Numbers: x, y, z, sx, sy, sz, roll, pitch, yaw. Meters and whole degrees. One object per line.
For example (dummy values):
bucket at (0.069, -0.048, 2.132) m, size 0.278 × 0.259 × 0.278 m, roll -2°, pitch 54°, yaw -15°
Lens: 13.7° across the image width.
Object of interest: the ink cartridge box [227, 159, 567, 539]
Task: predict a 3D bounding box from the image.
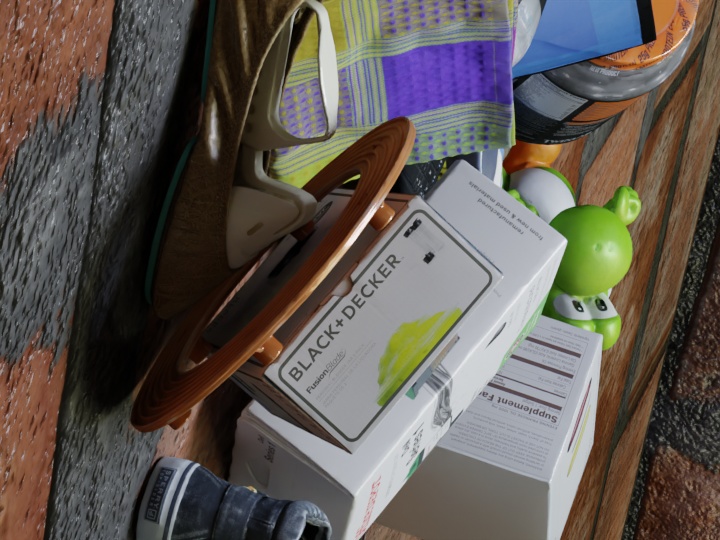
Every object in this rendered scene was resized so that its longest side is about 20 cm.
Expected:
ink cartridge box at (0.020, 0.055, 1.710) m, size 0.200 × 0.084 × 0.146 m, roll -50°, pitch 170°, yaw -19°

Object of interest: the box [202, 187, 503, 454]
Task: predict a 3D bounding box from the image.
box at (-0.010, 0.021, 1.488) m, size 0.117 × 0.060 × 0.200 m, roll -49°, pitch -169°, yaw -7°

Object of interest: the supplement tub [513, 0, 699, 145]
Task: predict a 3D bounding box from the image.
supplement tub at (0.143, -0.158, 1.939) m, size 0.200 × 0.122 × 0.123 m, roll 144°, pitch -33°, yaw -73°

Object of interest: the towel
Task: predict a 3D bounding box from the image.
towel at (0.015, -0.103, 1.550) m, size 0.200 × 0.143 × 0.023 m, roll 88°, pitch -13°, yaw -60°

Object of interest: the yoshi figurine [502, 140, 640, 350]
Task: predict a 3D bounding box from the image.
yoshi figurine at (0.132, -0.036, 2.020) m, size 0.112 × 0.112 × 0.200 m, roll 57°, pitch 5°, yaw -47°

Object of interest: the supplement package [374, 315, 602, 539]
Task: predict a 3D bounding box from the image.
supplement package at (0.072, 0.105, 2.006) m, size 0.200 × 0.155 × 0.111 m, roll 84°, pitch 26°, yaw -66°

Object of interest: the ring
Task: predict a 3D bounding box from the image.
ring at (-0.039, 0.005, 1.447) m, size 0.200 × 0.019 × 0.201 m, roll -46°, pitch -168°, yaw 13°

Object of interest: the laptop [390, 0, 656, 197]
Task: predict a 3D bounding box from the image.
laptop at (0.086, -0.083, 1.742) m, size 0.177 × 0.103 × 0.201 m, roll 51°, pitch 61°, yaw -77°

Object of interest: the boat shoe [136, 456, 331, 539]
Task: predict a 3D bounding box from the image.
boat shoe at (-0.062, 0.164, 1.639) m, size 0.200 × 0.090 × 0.071 m, roll 73°, pitch 36°, yaw -69°

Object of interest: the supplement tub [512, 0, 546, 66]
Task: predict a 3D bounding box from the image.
supplement tub at (0.064, -0.215, 1.633) m, size 0.123 × 0.122 × 0.201 m, roll 83°, pitch 27°, yaw -62°

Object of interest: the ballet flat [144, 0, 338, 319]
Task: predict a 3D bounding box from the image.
ballet flat at (-0.049, -0.064, 1.437) m, size 0.068 × 0.072 × 0.201 m, roll -23°, pitch 128°, yaw -73°

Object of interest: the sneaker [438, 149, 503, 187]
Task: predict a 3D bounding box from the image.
sneaker at (0.064, -0.077, 1.947) m, size 0.201 × 0.074 × 0.082 m, roll 94°, pitch 15°, yaw -49°

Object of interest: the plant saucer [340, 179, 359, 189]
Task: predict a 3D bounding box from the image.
plant saucer at (0.000, 0.000, 1.841) m, size 0.200 × 0.035 × 0.201 m, roll 16°, pitch 90°, yaw -78°
